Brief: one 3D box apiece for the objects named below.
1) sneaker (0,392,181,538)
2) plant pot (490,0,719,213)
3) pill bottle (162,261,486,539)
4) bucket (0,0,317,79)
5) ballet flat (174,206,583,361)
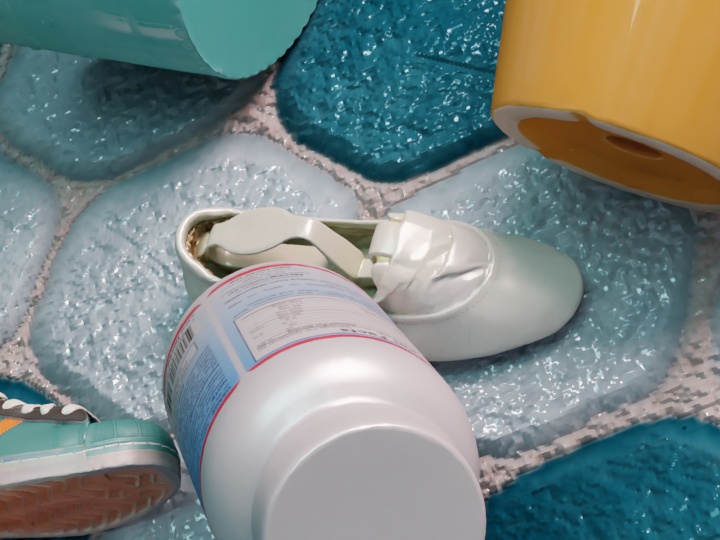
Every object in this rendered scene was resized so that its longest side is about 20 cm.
[{"bbox_3d":[-0.176,0.082,0.934,0.200,0.071,0.080,-10,60,20],"label":"sneaker"},{"bbox_3d":[0.145,-0.131,0.868,0.200,0.200,0.183,17,84,32],"label":"plant pot"},{"bbox_3d":[-0.015,0.069,0.794,0.109,0.109,0.200,-36,19,-1],"label":"pill bottle"},{"bbox_3d":[-0.104,-0.196,1.006,0.135,0.207,0.207,14,66,23],"label":"bucket"},{"bbox_3d":[0.000,0.000,0.913,0.200,0.069,0.069,3,61,26],"label":"ballet flat"}]
